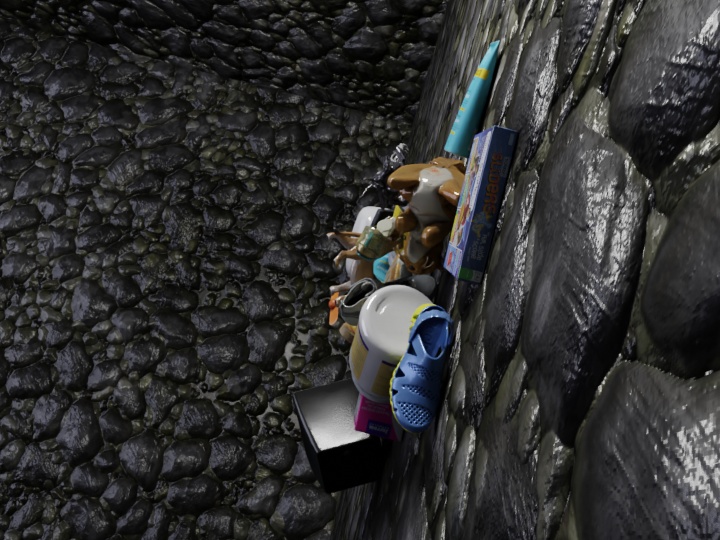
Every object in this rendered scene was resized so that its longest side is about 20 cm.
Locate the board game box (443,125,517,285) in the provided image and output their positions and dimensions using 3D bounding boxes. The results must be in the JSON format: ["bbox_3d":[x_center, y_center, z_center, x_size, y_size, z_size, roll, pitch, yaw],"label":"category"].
[{"bbox_3d":[0.163,-0.091,0.847,0.135,0.034,0.204,-88,11,-82],"label":"board game box"}]

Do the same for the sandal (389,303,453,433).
[{"bbox_3d":[0.094,0.138,0.900,0.087,0.078,0.204,118,164,-71],"label":"sandal"}]

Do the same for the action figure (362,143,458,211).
[{"bbox_3d":[0.094,-0.181,1.206,0.103,0.195,0.121,-110,21,-59],"label":"action figure"}]

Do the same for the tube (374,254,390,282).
[{"bbox_3d":[0.048,0.012,1.414,0.201,0.076,0.051,-59,-6,-50],"label":"tube"}]

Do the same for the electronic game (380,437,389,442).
[{"bbox_3d":[0.066,0.296,1.411,0.200,0.041,0.205,6,-90,-89],"label":"electronic game"}]

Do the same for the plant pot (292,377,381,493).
[{"bbox_3d":[-0.040,0.400,1.433,0.178,0.196,0.203,-115,14,-59],"label":"plant pot"}]

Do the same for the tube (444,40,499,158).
[{"bbox_3d":[0.208,-0.307,1.088,0.078,0.049,0.204,-103,30,-71],"label":"tube"}]

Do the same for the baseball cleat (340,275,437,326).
[{"bbox_3d":[0.057,0.046,1.126,0.107,0.197,0.071,84,161,-59],"label":"baseball cleat"}]

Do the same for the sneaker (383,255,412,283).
[{"bbox_3d":[0.097,0.056,1.257,0.076,0.086,0.203,121,160,-47],"label":"sneaker"}]

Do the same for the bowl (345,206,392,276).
[{"bbox_3d":[0.070,-0.048,1.546,0.075,0.195,0.204,-114,37,-71],"label":"bowl"}]

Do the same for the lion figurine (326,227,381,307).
[{"bbox_3d":[0.000,0.000,1.174,0.073,0.120,0.204,-126,31,-52],"label":"lion figurine"}]

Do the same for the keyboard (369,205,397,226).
[{"bbox_3d":[0.099,-0.126,1.420,0.040,0.197,0.105,50,124,32],"label":"keyboard"}]

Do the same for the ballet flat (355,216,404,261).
[{"bbox_3d":[0.047,-0.067,1.121,0.200,0.069,0.072,-31,-43,-68],"label":"ballet flat"}]

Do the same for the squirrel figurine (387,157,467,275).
[{"bbox_3d":[0.130,-0.094,1.081,0.201,0.139,0.190,-54,-29,-54],"label":"squirrel figurine"}]

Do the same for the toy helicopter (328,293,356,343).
[{"bbox_3d":[-0.021,0.105,1.298,0.079,0.132,0.200,-48,4,11],"label":"toy helicopter"}]

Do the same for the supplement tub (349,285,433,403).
[{"bbox_3d":[0.055,0.138,1.073,0.201,0.142,0.148,104,179,-54],"label":"supplement tub"}]

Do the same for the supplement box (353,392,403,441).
[{"bbox_3d":[0.055,0.229,1.238,0.103,0.099,0.205,-160,83,-89],"label":"supplement box"}]

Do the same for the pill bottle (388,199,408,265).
[{"bbox_3d":[0.119,-0.088,1.347,0.202,0.109,0.113,103,180,-46],"label":"pill bottle"}]
